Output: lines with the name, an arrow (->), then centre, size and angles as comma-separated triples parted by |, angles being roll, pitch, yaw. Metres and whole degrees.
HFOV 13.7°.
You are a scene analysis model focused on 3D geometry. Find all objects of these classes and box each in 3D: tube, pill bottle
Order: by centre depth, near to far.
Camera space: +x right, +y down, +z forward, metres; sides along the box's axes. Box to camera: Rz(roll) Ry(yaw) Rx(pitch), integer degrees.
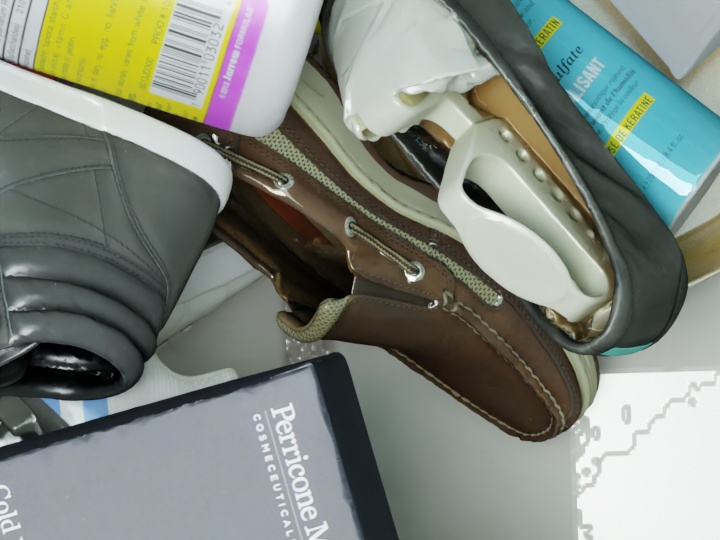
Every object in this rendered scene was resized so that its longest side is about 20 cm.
pill bottle -> -0.107, -0.121, 0.988 | 0.200, 0.104, 0.104 | 18, 91, -4
tube -> 0.044, -0.086, 1.090 | 0.200, 0.050, 0.077 | 35, 86, 9

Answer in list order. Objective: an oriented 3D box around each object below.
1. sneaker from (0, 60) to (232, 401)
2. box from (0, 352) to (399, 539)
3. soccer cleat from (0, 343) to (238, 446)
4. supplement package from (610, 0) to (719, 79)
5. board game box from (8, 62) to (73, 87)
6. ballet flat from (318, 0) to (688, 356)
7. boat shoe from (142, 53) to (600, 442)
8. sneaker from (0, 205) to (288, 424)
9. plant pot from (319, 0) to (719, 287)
sneaker -> -0.146, -0.018, 0.977 | 0.200, 0.071, 0.099 | 17, 62, -11
box -> -0.067, 0.146, 0.950 | 0.182, 0.104, 0.200 | -16, 89, 6
soccer cleat -> -0.125, -0.002, 1.054 | 0.086, 0.070, 0.200 | -37, 82, -22
supplement package -> 0.133, -0.214, 1.032 | 0.200, 0.147, 0.191 | -40, 86, -12
board game box -> -0.205, -0.102, 1.135 | 0.200, 0.039, 0.158 | 33, 93, 4
ballet flat -> 0.039, -0.052, 1.035 | 0.200, 0.068, 0.068 | 49, 126, 3
boat shoe -> -0.003, 0.002, 1.075 | 0.202, 0.075, 0.075 | 42, 56, -11
sneaker -> -0.114, 0.030, 1.127 | 0.200, 0.073, 0.085 | -23, 123, -4
plant pot -> 0.085, -0.087, 1.119 | 0.200, 0.027, 0.200 | 0, 91, 5
